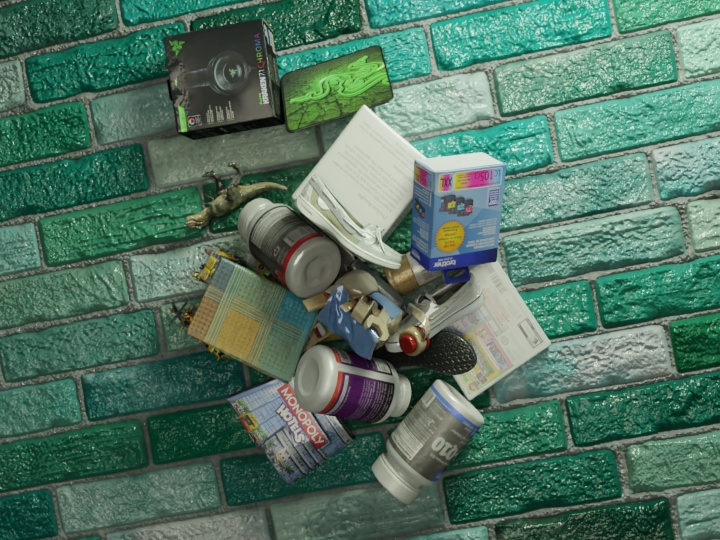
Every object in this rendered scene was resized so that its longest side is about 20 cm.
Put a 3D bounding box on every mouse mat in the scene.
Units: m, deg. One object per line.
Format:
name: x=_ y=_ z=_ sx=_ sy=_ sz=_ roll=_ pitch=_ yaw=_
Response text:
mouse mat: x=-0.045 y=-0.324 z=1.428 sx=0.196 sy=0.008 sz=0.163 roll=-15 pitch=52 yaw=5

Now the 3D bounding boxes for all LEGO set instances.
LEGO set: x=-0.252 y=0.054 z=1.429 sx=0.201 sy=0.115 sz=0.154 roll=-53 pitch=56 yaw=11

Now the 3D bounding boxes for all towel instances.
towel: x=-0.180 y=0.086 z=1.382 sx=0.198 sy=0.022 sz=0.149 roll=27 pitch=82 yaw=-13

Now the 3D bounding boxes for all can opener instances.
can opener: x=0.000 y=0.000 z=1.428 sx=0.199 sy=0.067 sz=0.054 roll=41 pitch=128 yaw=7

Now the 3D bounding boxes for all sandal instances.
sandal: x=0.117 y=0.140 z=1.442 sx=0.197 sy=0.048 sz=0.077 roll=3 pitch=101 yaw=28

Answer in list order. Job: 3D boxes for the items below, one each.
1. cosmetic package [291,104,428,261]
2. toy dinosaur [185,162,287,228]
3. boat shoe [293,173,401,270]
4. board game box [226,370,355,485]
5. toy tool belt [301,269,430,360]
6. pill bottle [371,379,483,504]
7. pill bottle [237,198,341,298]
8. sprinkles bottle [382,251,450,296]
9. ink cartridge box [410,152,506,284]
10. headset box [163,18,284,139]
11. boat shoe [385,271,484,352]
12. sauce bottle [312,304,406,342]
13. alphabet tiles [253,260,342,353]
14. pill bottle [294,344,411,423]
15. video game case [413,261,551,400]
cosmetic package: x=0.011 y=-0.144 z=1.397 sx=0.164 sy=0.165 sz=0.201 roll=40 pitch=94 yaw=3
toy dinosaur: x=-0.240 y=-0.148 z=1.480 sx=0.197 sy=0.048 sz=0.089 roll=-23 pitch=104 yaw=5
boat shoe: x=-0.013 y=-0.072 z=1.283 sx=0.201 sy=0.074 sz=0.065 roll=37 pitch=99 yaw=9
board game box: x=-0.106 y=0.256 z=1.471 sx=0.199 sy=0.062 sz=0.202 roll=-36 pitch=88 yaw=6
toy tool belt: x=0.006 y=0.091 z=1.332 sx=0.199 sy=0.122 sz=0.127 roll=34 pitch=123 yaw=24
pill bottle: x=0.116 y=0.304 z=1.426 sx=0.113 sy=0.114 sz=0.201 roll=39 pitch=95 yaw=3
pill bottle: x=-0.131 y=-0.047 z=1.404 sx=0.199 sy=0.110 sz=0.112 roll=39 pitch=96 yaw=40
sprinkles bottle: x=0.138 y=-0.023 z=1.438 sx=0.197 sy=0.068 sz=0.069 roll=-26 pitch=89 yaw=5
ink cartridge box: x=0.157 y=-0.081 z=1.320 sx=0.134 sy=0.076 sz=0.204 roll=-9 pitch=117 yaw=-21
headset box: x=-0.249 y=-0.340 z=1.451 sx=0.196 sy=0.093 sz=0.178 roll=-7 pitch=91 yaw=7
boat shoe: x=0.121 y=0.069 z=1.406 sx=0.198 sy=0.073 sz=0.066 roll=-31 pitch=114 yaw=-12
sauce bottle: x=-0.013 y=0.091 z=1.457 sx=0.196 sy=0.065 sz=0.066 roll=-6 pitch=91 yaw=5
alphabet tiles: x=-0.109 y=0.039 z=1.452 sx=0.166 sy=0.008 sz=0.202 roll=-32 pitch=67 yaw=0
pill bottle: x=-0.010 y=0.202 z=1.400 sx=0.198 sy=0.112 sz=0.114 roll=18 pitch=94 yaw=-34
video game case: x=0.215 y=0.100 z=1.458 sx=0.181 sy=0.022 sz=0.202 roll=-34 pitch=89 yaw=5
